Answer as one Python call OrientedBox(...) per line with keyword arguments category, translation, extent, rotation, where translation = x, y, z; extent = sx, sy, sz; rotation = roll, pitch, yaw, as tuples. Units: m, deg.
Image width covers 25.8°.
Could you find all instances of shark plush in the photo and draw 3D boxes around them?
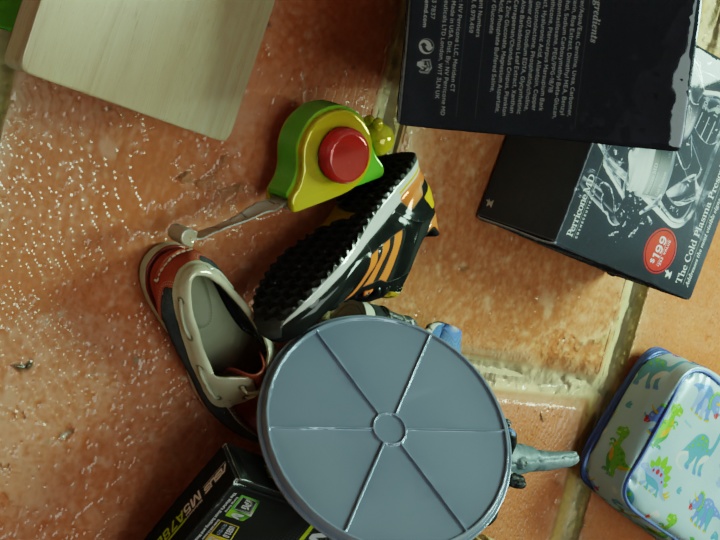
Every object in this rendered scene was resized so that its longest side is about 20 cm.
OrientedBox(category="shark plush", translation=(0.106, 0.177, 1.346), extent=(0.199, 0.083, 0.092), rotation=(17, 93, -38))

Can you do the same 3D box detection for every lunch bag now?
OrientedBox(category="lunch bag", translation=(0.310, 0.176, 1.498), extent=(0.200, 0.082, 0.162), rotation=(35, 83, -38))

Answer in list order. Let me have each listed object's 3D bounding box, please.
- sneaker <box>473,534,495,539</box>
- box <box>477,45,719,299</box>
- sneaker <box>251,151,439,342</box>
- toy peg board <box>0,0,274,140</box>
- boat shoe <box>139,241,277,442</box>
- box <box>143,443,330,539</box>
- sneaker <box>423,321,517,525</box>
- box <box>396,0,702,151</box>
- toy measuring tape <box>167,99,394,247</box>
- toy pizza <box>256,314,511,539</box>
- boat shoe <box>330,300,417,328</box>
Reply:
OrientedBox(category="sneaker", translation=(0.030, 0.253, 1.192), extent=(0.198, 0.075, 0.090), rotation=(-6, 147, -7))
OrientedBox(category="box", translation=(0.225, -0.100, 1.337), extent=(0.181, 0.104, 0.202), rotation=(19, 92, -37))
OrientedBox(category="sneaker", translation=(0.000, 0.000, 1.198), extent=(0.200, 0.070, 0.090), rotation=(-52, 125, -33))
OrientedBox(category="toy peg board", translation=(-0.152, -0.214, 1.046), extent=(0.199, 0.097, 0.202), rotation=(15, 96, -54))
OrientedBox(category="boat shoe", translation=(-0.095, 0.062, 1.176), extent=(0.071, 0.062, 0.201), rotation=(-43, 126, -20))
OrientedBox(category="box", translation=(-0.085, 0.239, 1.203), extent=(0.192, 0.048, 0.200), rotation=(28, 111, -36))
OrientedBox(category="sneaker", translation=(0.077, 0.127, 1.255), extent=(0.088, 0.201, 0.079), rotation=(6, 138, -6))
OrientedBox(category="box", translation=(0.130, -0.166, 1.138), extent=(0.198, 0.197, 0.119), rotation=(5, 104, 2))
OrientedBox(category="toy measuring tape", translation=(-0.057, -0.080, 1.158), extent=(0.199, 0.073, 0.074), rotation=(-22, 116, -30))
OrientedBox(category="toy pizza", translation=(0.017, 0.124, 1.166), extent=(0.199, 0.201, 0.032), rotation=(-19, 156, -31))
OrientedBox(category="boat shoe", translation=(-0.007, 0.125, 1.254), extent=(0.067, 0.072, 0.202), rotation=(15, 95, -39))
